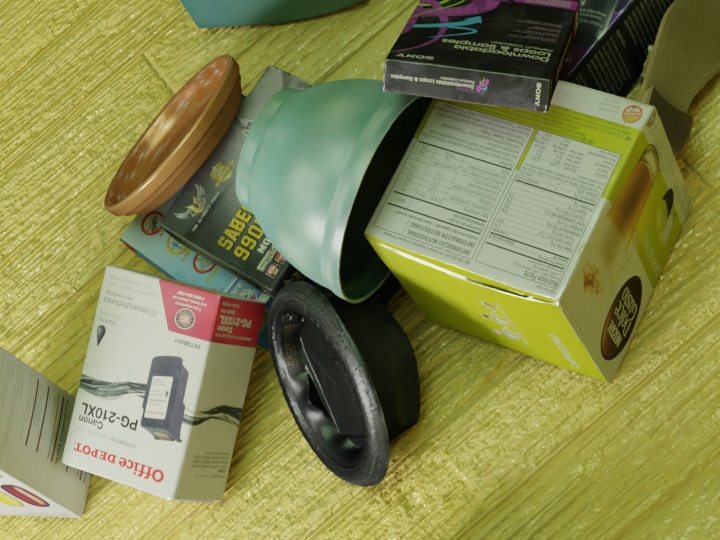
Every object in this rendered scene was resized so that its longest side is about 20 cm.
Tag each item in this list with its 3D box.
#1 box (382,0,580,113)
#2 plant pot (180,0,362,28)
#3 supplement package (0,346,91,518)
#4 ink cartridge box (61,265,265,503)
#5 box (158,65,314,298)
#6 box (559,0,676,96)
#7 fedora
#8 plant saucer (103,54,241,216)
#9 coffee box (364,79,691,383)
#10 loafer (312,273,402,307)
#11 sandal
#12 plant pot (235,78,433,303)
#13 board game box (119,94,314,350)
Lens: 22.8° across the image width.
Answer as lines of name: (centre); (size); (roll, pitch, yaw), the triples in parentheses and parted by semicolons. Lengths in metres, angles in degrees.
box: (0.109, -0.198, 1.558); (0.142, 0.036, 0.200); (8, 31, 10)
plant pot: (-0.089, -0.348, 1.897); (0.199, 0.141, 0.142); (5, 69, 18)
supplement package: (-0.353, 0.159, 1.731); (0.113, 0.200, 0.110); (-2, 65, 24)
ink cartridge box: (-0.190, 0.110, 1.716); (0.144, 0.084, 0.201); (13, 90, 32)
box: (-0.079, -0.085, 1.749); (0.158, 0.048, 0.200); (30, 81, 31)
box: (0.216, -0.256, 1.732); (0.148, 0.104, 0.200); (37, 85, 33)
fedora: (-0.003, 0.094, 1.652); (0.091, 0.201, 0.201); (-23, 52, -27)
plant saucer: (-0.184, -0.131, 1.805); (0.200, 0.037, 0.200); (-44, 20, 20)
coffee box: (0.156, -0.044, 1.602); (0.199, 0.200, 0.198); (19, 74, 28)
loafer: (0.000, 0.000, 1.726); (0.200, 0.071, 0.073); (-45, 57, -1)
sandal: (0.285, -0.180, 1.685); (0.070, 0.078, 0.212); (-30, 27, 51)
plant pot: (-0.028, -0.089, 1.608); (0.134, 0.200, 0.201); (23, 77, 17)
board game box: (-0.112, -0.054, 1.810); (0.196, 0.056, 0.200); (34, 83, 32)
